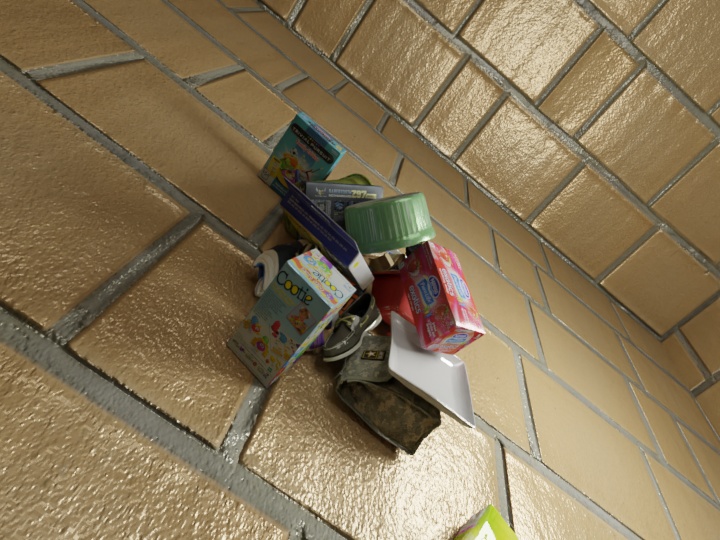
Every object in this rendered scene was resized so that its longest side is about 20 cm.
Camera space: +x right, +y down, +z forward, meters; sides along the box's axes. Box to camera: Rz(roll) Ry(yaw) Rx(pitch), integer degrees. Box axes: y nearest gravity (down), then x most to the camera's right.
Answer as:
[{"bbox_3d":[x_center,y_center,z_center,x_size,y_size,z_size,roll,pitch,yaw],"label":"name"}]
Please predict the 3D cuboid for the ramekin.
[{"bbox_3d":[0.057,-0.104,1.153,0.200,0.196,0.100,-30,110,-63],"label":"ramekin"}]

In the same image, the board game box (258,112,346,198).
[{"bbox_3d":[-0.154,-0.277,1.391,0.150,0.201,0.047,40,26,0],"label":"board game box"}]

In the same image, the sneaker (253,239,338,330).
[{"bbox_3d":[-0.140,0.048,1.081,0.145,0.080,0.204,-23,93,-29],"label":"sneaker"}]

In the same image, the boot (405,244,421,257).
[{"bbox_3d":[0.175,0.035,1.408,0.065,0.165,0.202,-28,75,-18],"label":"boot"}]

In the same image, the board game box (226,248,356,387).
[{"bbox_3d":[-0.116,0.078,0.899,0.105,0.201,0.103,44,26,7],"label":"board game box"}]

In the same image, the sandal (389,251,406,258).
[{"bbox_3d":[0.125,-0.007,1.496,0.199,0.087,0.080,40,28,2],"label":"sandal"}]

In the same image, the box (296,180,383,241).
[{"bbox_3d":[-0.047,-0.119,1.231,0.196,0.161,0.051,-2,13,-27],"label":"box"}]

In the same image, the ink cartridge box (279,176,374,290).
[{"bbox_3d":[-0.069,-0.063,1.024,0.197,0.047,0.200,43,-5,22],"label":"ink cartridge box"}]

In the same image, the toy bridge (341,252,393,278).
[{"bbox_3d":[0.000,0.000,1.150,0.199,0.027,0.068,-35,97,-48],"label":"toy bridge"}]

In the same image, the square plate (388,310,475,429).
[{"bbox_3d":[0.126,0.185,1.007,0.197,0.029,0.201,36,23,-11],"label":"square plate"}]

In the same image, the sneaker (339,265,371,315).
[{"bbox_3d":[-0.031,0.001,1.235,0.077,0.112,0.202,16,35,-40],"label":"sneaker"}]

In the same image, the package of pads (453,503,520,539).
[{"bbox_3d":[0.212,0.493,0.868,0.155,0.068,0.199,50,27,16],"label":"package of pads"}]

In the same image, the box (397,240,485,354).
[{"bbox_3d":[0.160,0.055,1.081,0.099,0.095,0.203,19,45,-40],"label":"box"}]

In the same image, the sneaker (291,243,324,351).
[{"bbox_3d":[-0.097,0.051,1.030,0.082,0.080,0.205,6,86,-43],"label":"sneaker"}]

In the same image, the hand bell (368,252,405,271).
[{"bbox_3d":[0.011,-0.052,1.438,0.198,0.105,0.104,34,24,16],"label":"hand bell"}]

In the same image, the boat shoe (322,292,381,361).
[{"bbox_3d":[-0.021,0.111,1.066,0.201,0.071,0.061,-41,121,-54],"label":"boat shoe"}]

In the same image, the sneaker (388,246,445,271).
[{"bbox_3d":[0.139,0.006,1.302,0.075,0.199,0.078,-27,95,-36],"label":"sneaker"}]

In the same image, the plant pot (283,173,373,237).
[{"bbox_3d":[-0.084,-0.146,1.328,0.182,0.202,0.202,-1,47,-39],"label":"plant pot"}]

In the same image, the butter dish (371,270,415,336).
[{"bbox_3d":[0.104,0.094,1.261,0.198,0.150,0.198,28,-15,-25],"label":"butter dish"}]

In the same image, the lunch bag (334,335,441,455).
[{"bbox_3d":[0.052,0.216,1.022,0.198,0.118,0.164,33,24,-4],"label":"lunch bag"}]
